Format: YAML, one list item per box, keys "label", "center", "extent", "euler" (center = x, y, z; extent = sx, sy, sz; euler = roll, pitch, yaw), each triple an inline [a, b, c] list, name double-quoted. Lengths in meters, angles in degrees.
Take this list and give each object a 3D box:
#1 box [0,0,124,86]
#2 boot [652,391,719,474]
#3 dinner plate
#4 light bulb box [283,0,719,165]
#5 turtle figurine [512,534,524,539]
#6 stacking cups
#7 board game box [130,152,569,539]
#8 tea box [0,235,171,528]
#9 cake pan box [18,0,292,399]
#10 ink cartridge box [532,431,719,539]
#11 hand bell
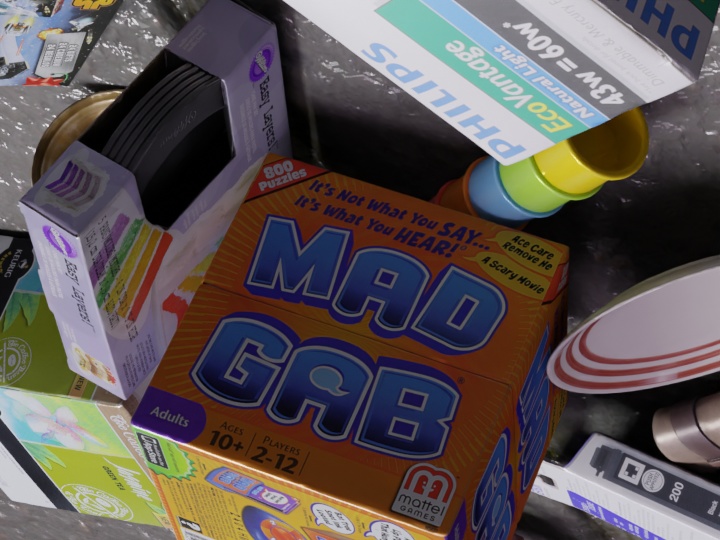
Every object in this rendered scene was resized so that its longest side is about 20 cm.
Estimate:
- label: "box"
  center: [-0.206, -0.164, 1.165]
  extent: [0.136, 0.040, 0.200]
  euler: [-2, 160, -26]
- label: "boot"
  center: [0.259, 0.091, 1.320]
  extent: [0.145, 0.071, 0.200]
  euler: [-11, 148, 27]
- label: "dinner plate"
  center: [0.206, 0.026, 1.231]
  extent: [0.199, 0.024, 0.200]
  euler: [-13, 160, -5]
- label: "light bulb box"
  center: [0.057, -0.189, 0.854]
  extent: [0.198, 0.201, 0.125]
  euler: [34, 148, -24]
- label: "turtle figurine"
  center: [0.130, 0.291, 1.689]
  extent: [0.193, 0.201, 0.144]
  euler: [12, -175, 7]
- label: "stacking cups"
  center: [0.093, -0.047, 1.215]
  extent: [0.060, 0.061, 0.200]
  euler: [29, 150, -15]
- label: "board game box"
  center: [0.004, 0.086, 1.261]
  extent: [0.199, 0.201, 0.200]
  euler: [18, 153, 15]
- label: "tea box"
  center: [-0.204, 0.087, 1.553]
  extent: [0.196, 0.134, 0.200]
  euler: [5, 148, 24]
- label: "cake pan box"
  center: [-0.115, -0.044, 1.220]
  extent: [0.052, 0.184, 0.200]
  euler: [29, 152, 19]
- label: "ink cartridge box"
  center: [0.205, 0.164, 1.453]
  extent: [0.199, 0.044, 0.198]
  euler: [23, 170, 14]
- label: "hand bell"
  center: [-0.137, -0.033, 1.385]
  extent: [0.104, 0.105, 0.200]
  euler: [9, 162, 19]
